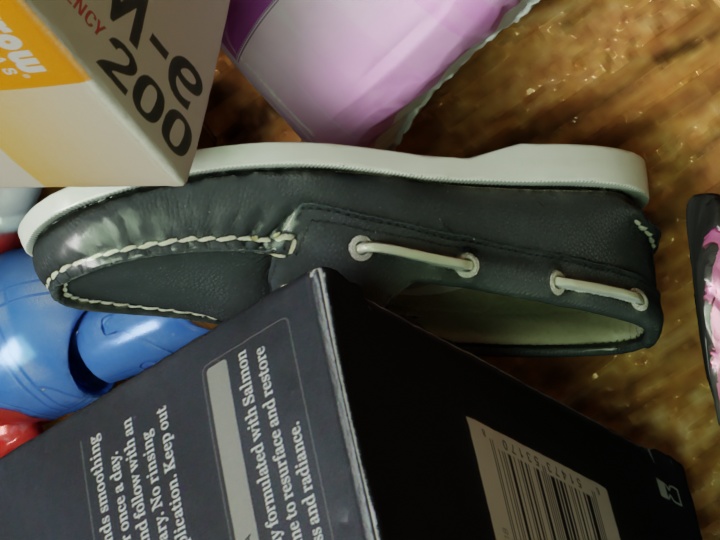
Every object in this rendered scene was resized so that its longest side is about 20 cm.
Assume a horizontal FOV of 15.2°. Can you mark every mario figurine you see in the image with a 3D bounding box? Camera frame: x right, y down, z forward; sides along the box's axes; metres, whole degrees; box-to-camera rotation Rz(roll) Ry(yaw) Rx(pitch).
[{"bbox_3d":[-0.126,0.028,0.878,0.200,0.124,0.106,-34,112,20],"label":"mario figurine"}]

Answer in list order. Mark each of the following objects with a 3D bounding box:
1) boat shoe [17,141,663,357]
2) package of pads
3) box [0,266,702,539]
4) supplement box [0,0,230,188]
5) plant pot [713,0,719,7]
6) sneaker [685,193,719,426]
[{"bbox_3d":[0.000,0.000,0.801,0.199,0.076,0.061,-5,72,-17],"label":"boat shoe"},{"bbox_3d":[-0.024,-0.138,0.814,0.120,0.076,0.200,-41,91,25],"label":"package of pads"},{"bbox_3d":[-0.018,0.121,0.815,0.200,0.196,0.118,-31,53,26],"label":"box"},{"bbox_3d":[-0.152,-0.080,0.748,0.199,0.126,0.074,-1,63,25],"label":"supplement box"},{"bbox_3d":[0.175,-0.152,0.711,0.199,0.140,0.201,6,110,16],"label":"plant pot"},{"bbox_3d":[0.154,0.071,0.827,0.086,0.080,0.201,-7,112,5],"label":"sneaker"}]
